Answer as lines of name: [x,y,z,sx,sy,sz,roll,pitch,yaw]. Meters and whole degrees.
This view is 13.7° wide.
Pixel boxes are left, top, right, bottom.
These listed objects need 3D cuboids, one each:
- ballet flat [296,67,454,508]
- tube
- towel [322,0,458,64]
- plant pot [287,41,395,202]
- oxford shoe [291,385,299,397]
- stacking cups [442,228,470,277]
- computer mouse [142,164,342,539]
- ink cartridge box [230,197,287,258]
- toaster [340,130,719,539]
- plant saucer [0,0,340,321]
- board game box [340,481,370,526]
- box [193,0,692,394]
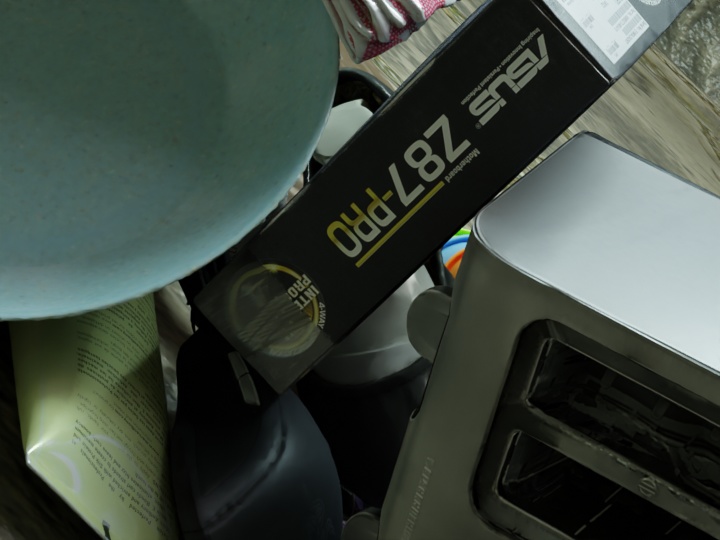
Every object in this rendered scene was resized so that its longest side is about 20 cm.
ballet flat: [0.000,0.000,1.092,0.200,0.068,0.068,-98,165,-47]
tube: [-0.090,0.030,0.973,0.058,0.052,0.200,6,30,-14]
towel: [-0.001,-0.156,1.015,0.146,0.030,0.200,50,30,-2]
plant pot: [-0.046,-0.066,1.299,0.201,0.093,0.201,41,14,-12]
oxford shoe: [0.045,0.070,1.093,0.200,0.071,0.071,38,-5,38]
stacking cups: [0.047,0.010,1.290,0.060,0.061,0.200,43,-4,-7]
computer mouse: [-0.040,0.031,0.984,0.200,0.046,0.141,-95,168,-71]
ink cartridge box: [-0.105,-0.104,1.183,0.176,0.045,0.200,17,43,-7]
toaster: [0.100,0.084,0.903,0.200,0.181,0.119,28,29,21]
plant saucer: [-0.106,-0.061,0.967,0.201,0.201,0.039,51,-20,27]
board game box: [0.051,0.153,1.058,0.200,0.032,0.120,39,18,-23]
box: [0.043,-0.057,0.984,0.049,0.161,0.200,48,29,-2]
